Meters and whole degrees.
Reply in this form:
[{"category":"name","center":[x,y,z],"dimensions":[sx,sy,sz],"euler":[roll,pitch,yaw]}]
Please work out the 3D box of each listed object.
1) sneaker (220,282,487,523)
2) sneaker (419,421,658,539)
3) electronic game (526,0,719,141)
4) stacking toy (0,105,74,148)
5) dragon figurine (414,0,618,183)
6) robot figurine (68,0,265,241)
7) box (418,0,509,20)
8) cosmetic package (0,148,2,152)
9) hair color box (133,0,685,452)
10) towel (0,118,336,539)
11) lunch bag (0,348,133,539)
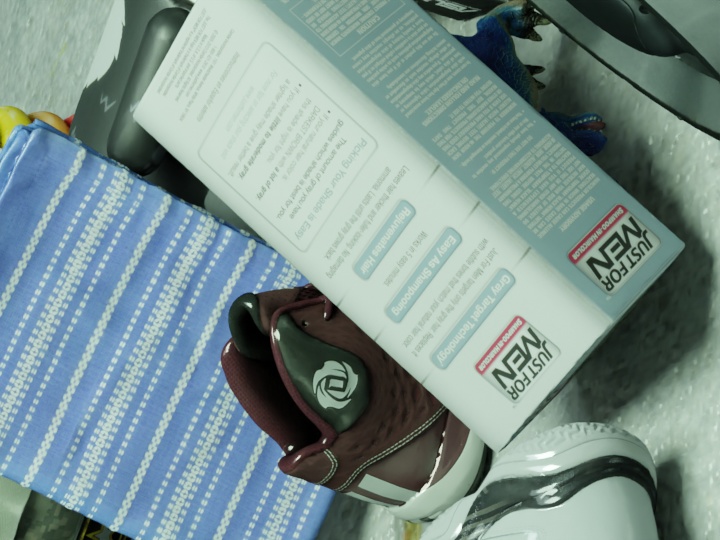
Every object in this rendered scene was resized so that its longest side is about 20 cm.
[{"category":"sneaker","center":[0.000,0.000,1.109],"dimensions":[0.076,0.115,0.200],"euler":[-23,59,54]},{"category":"sneaker","center":[0.050,0.157,0.999],"dimensions":[0.200,0.075,0.115],"euler":[-50,37,33]},{"category":"electronic game","center":[0.091,-0.109,0.932],"dimensions":[0.042,0.200,0.200],"euler":[-50,32,-2]},{"category":"stacking toy","center":[-0.212,-0.049,1.400],"dimensions":[0.116,0.200,0.110],"euler":[42,114,56]},{"category":"dragon figurine","center":[0.019,-0.074,1.082],"dimensions":[0.099,0.200,0.059],"euler":[-60,-20,-52]},{"category":"robot figurine","center":[-0.064,-0.092,1.232],"dimensions":[0.200,0.125,0.150],"euler":[-67,25,22]},{"category":"box","center":[-0.011,-0.230,1.149],"dimensions":[0.047,0.193,0.200],"euler":[-9,71,55]},{"category":"cosmetic package","center":[-0.218,0.041,1.208],"dimensions":[0.113,0.081,0.200],"euler":[128,163,-67]},{"category":"hair color box","center":[0.016,-0.035,1.020],"dimensions":[0.061,0.200,0.099],"euler":[-42,-8,-41]},{"category":"towel","center":[-0.089,0.040,1.136],"dimensions":[0.145,0.200,0.024],"euler":[-65,13,-11]},{"category":"lunch bag","center":[-0.141,0.091,1.246],"dimensions":[0.200,0.117,0.164],"euler":[-68,0,-75]}]
